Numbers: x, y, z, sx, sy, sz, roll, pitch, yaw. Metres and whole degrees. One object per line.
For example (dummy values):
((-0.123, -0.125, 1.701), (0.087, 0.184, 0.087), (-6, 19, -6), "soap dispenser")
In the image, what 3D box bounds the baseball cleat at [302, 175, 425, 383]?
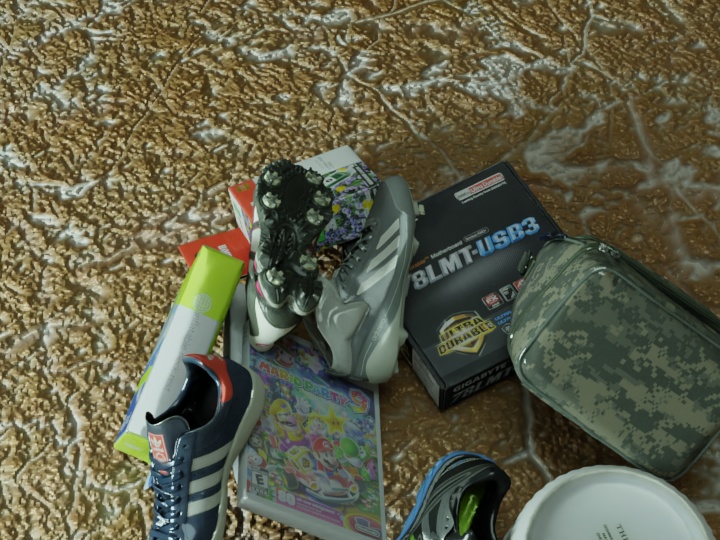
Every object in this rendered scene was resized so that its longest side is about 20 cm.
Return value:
((0.000, 0.000, 1.333), (0.105, 0.070, 0.203), (11, 68, -19), "baseball cleat")

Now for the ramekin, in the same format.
((0.209, 0.260, 1.207), (0.197, 0.106, 0.202), (0, 57, 0), "ramekin")

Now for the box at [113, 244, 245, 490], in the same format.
((-0.165, 0.088, 1.283), (0.047, 0.122, 0.202), (23, 72, -8), "box")

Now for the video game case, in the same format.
((-0.042, 0.144, 1.270), (0.142, 0.018, 0.202), (24, 39, -24), "video game case")

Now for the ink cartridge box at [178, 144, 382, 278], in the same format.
((-0.081, -0.054, 1.423), (0.198, 0.051, 0.109), (-20, 30, -12), "ink cartridge box")

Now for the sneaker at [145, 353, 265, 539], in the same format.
((-0.148, 0.161, 1.172), (0.074, 0.084, 0.202), (1, 67, 40), "sneaker")

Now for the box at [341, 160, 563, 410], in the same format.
((0.111, 0.010, 1.409), (0.198, 0.050, 0.199), (-24, 61, -16), "box")

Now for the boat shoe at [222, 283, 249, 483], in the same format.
((-0.090, 0.101, 1.335), (0.065, 0.072, 0.202), (0, 53, -12), "boat shoe")

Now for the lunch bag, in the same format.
((0.228, 0.063, 1.281), (0.199, 0.168, 0.140), (34, 102, -8), "lunch bag")

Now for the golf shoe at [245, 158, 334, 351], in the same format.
((-0.076, -0.020, 1.313), (0.076, 0.088, 0.201), (21, 42, -13), "golf shoe")

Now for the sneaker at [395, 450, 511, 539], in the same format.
((0.068, 0.245, 1.208), (0.082, 0.071, 0.201), (0, 60, 54), "sneaker")
